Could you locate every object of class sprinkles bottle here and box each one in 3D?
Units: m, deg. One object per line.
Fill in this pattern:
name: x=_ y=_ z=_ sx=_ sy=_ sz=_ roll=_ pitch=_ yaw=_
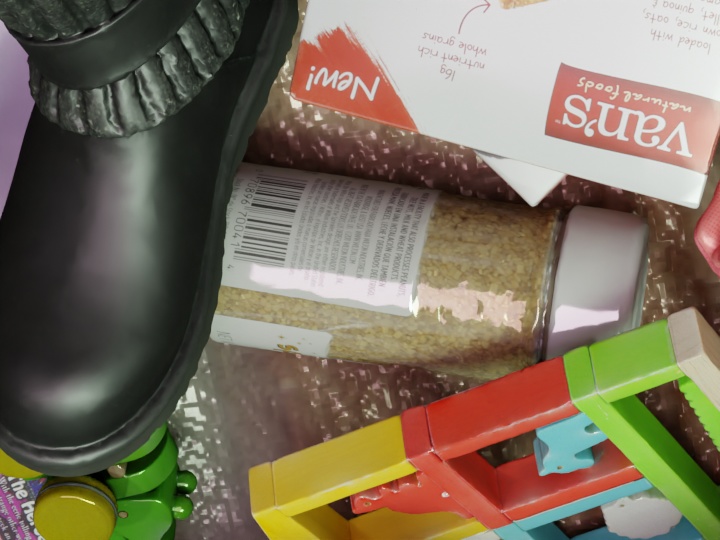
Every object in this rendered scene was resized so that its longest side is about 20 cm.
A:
sprinkles bottle: x=0.000 y=0.000 z=0.799 sx=0.199 sy=0.068 sz=0.069 roll=9 pitch=111 yaw=10

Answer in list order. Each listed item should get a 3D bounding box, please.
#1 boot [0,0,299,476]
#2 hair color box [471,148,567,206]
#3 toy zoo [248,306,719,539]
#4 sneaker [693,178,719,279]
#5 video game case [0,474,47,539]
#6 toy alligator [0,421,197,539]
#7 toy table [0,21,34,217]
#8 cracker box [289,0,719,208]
boot: x=-0.087 y=-0.052 z=0.708 sx=0.079 sy=0.158 sz=0.212 roll=12 pitch=74 yaw=12
hair color box: x=0.092 y=-0.128 z=0.737 sx=0.101 sy=0.061 sz=0.200 roll=42 pitch=113 yaw=-5
toy zoo: x=0.051 y=0.082 z=0.799 sx=0.199 sy=0.021 sz=0.131 roll=-21 pitch=143 yaw=20
sneaker: x=0.165 y=-0.069 z=0.684 sx=0.086 sy=0.074 sz=0.201 roll=-1 pitch=124 yaw=-35
video game case: x=-0.155 y=0.178 z=0.913 sx=0.181 sy=0.036 sz=0.201 roll=-21 pitch=104 yaw=18
toy alligator: x=-0.088 y=0.075 z=0.836 sx=0.054 sy=0.059 sz=0.200 roll=-19 pitch=125 yaw=19
toy table: x=-0.205 y=-0.054 z=0.799 sx=0.199 sy=0.117 sz=0.185 roll=9 pitch=112 yaw=10
cracker box: x=0.065 y=-0.133 z=0.678 sx=0.133 sy=0.058 sz=0.201 roll=15 pitch=112 yaw=7
